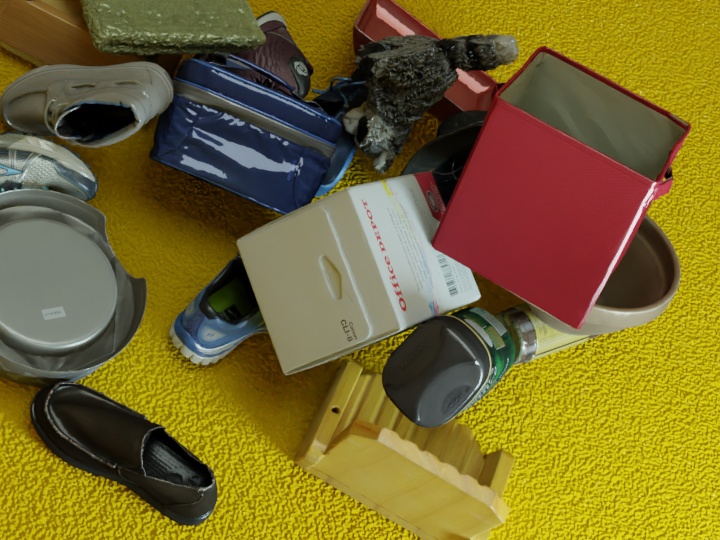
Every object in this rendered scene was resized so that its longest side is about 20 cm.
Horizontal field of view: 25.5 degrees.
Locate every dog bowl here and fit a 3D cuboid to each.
[{"bbox_3d":[-0.308,0.021,1.530,0.198,0.059,0.202,13,55,-19],"label":"dog bowl"}]

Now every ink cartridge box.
[{"bbox_3d":[0.000,0.000,1.582,0.199,0.143,0.147,-15,83,-63],"label":"ink cartridge box"}]

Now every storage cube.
[{"bbox_3d":[0.198,-0.086,1.576,0.198,0.181,0.171,28,32,9],"label":"storage cube"}]

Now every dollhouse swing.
[{"bbox_3d":[0.065,0.163,1.553,0.199,0.176,0.183,30,51,-5],"label":"dollhouse swing"}]

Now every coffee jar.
[{"bbox_3d":[0.088,0.093,1.556,0.085,0.104,0.200,46,12,9],"label":"coffee jar"}]

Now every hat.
[{"bbox_3d":[0.118,-0.122,1.755,0.198,0.201,0.082,3,52,-25],"label":"hat"}]

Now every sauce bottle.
[{"bbox_3d":[0.235,0.054,1.786,0.198,0.065,0.065,-15,67,-36],"label":"sauce bottle"}]

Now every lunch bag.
[{"bbox_3d":[-0.125,-0.148,1.657,0.198,0.136,0.134,23,91,-14],"label":"lunch bag"}]

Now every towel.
[{"bbox_3d":[-0.207,-0.283,1.680,0.198,0.037,0.149,-6,53,-31],"label":"towel"}]

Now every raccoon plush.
[{"bbox_3d":[0.073,-0.176,1.707,0.198,0.136,0.097,4,25,26],"label":"raccoon plush"}]

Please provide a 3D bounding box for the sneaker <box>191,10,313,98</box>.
[{"bbox_3d":[-0.120,-0.206,1.769,0.116,0.076,0.200,47,51,3],"label":"sneaker"}]

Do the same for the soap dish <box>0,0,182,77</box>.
[{"bbox_3d":[-0.284,-0.276,1.723,0.198,0.081,0.158,26,51,-8],"label":"soap dish"}]

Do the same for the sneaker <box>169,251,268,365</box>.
[{"bbox_3d":[-0.102,0.022,1.614,0.079,0.089,0.199,47,46,8],"label":"sneaker"}]

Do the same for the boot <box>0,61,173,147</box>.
[{"bbox_3d":[-0.290,-0.161,1.580,0.096,0.198,0.074,-57,135,-59],"label":"boot"}]

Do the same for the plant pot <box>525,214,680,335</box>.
[{"bbox_3d":[0.237,0.002,1.722,0.198,0.093,0.202,12,43,-11],"label":"plant pot"}]

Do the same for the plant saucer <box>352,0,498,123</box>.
[{"bbox_3d":[0.074,-0.237,1.861,0.199,0.037,0.200,37,22,-8],"label":"plant saucer"}]

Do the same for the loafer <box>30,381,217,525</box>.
[{"bbox_3d":[-0.212,0.158,1.480,0.199,0.071,0.073,30,50,-7],"label":"loafer"}]

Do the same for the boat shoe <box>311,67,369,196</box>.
[{"bbox_3d":[-0.024,-0.177,1.790,0.068,0.084,0.201,35,47,-14],"label":"boat shoe"}]

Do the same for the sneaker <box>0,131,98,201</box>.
[{"bbox_3d":[-0.362,-0.092,1.582,0.198,0.078,0.087,16,71,-14],"label":"sneaker"}]
